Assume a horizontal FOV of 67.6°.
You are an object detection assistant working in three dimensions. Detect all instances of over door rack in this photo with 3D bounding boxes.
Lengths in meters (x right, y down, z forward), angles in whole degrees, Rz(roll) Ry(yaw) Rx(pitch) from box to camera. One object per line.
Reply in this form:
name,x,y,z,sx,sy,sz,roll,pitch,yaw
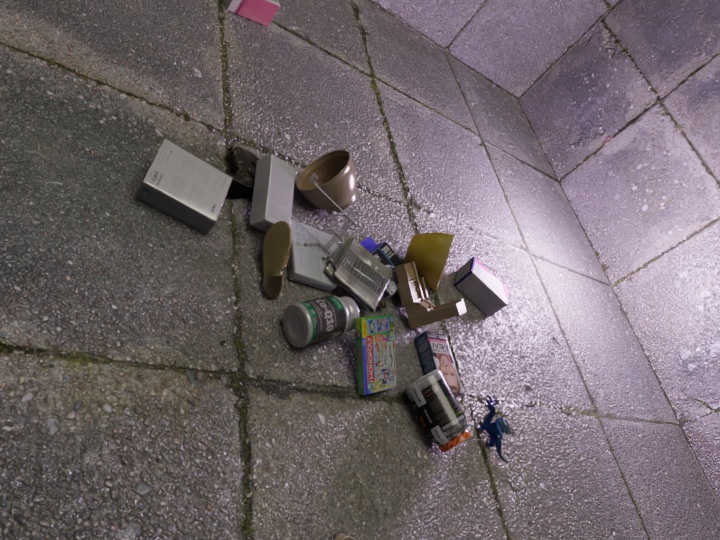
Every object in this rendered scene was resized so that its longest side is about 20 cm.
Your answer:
over door rack,-0.123,-0.150,1.555,0.201,0.147,0.067,49,31,0

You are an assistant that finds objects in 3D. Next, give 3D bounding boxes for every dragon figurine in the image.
dragon figurine,0.421,0.493,1.655,0.058,0.099,0.203,-9,65,-47

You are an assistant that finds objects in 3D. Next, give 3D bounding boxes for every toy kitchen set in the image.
toy kitchen set,0.237,0.059,1.746,0.162,0.177,0.205,-10,84,-62

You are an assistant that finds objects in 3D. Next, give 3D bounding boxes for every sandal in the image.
sandal,-0.235,-0.024,1.479,0.075,0.070,0.218,7,70,-9

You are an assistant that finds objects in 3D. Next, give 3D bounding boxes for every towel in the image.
towel,0.000,0.000,1.623,0.199,0.035,0.194,40,44,-8

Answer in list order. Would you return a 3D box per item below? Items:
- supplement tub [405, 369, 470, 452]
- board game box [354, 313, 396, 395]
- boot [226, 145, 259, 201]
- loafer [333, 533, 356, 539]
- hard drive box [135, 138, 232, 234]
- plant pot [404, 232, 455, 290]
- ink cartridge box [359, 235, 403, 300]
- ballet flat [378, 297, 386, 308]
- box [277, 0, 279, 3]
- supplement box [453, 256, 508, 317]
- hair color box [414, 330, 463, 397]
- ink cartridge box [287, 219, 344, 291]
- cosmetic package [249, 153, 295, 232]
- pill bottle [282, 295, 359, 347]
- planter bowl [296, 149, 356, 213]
supplement tub,0.222,0.396,1.520,0.121,0.122,0.203,-10,65,-48
board game box,0.043,0.229,1.486,0.133,0.029,0.206,-2,89,-46
boot,-0.361,-0.294,1.578,0.198,0.069,0.177,12,49,-52
loafer,0.017,0.646,1.145,0.201,0.068,0.075,51,37,2
hard drive box,-0.450,-0.215,1.387,0.197,0.076,0.159,29,52,-23
plant pot,0.234,-0.049,1.883,0.139,0.204,0.201,19,37,9
ink cartridge box,0.064,-0.022,1.772,0.201,0.043,0.198,49,32,0
ballet flat,0.009,0.044,1.674,0.046,0.067,0.201,-39,92,-9
box,-0.439,-1.084,2.133,0.197,0.109,0.130,3,56,-43
supplement box,0.465,0.064,2.064,0.199,0.103,0.102,40,37,-9
hair color box,0.244,0.297,1.678,0.098,0.060,0.204,12,51,-37
ink cartridge box,-0.131,-0.039,1.605,0.197,0.041,0.204,19,46,-34
cosmetic package,-0.251,-0.215,1.544,0.101,0.070,0.206,26,61,-48
pill bottle,-0.101,0.130,1.431,0.197,0.113,0.115,-9,64,-48
planter bowl,-0.092,-0.273,1.744,0.136,0.196,0.203,58,29,-34
